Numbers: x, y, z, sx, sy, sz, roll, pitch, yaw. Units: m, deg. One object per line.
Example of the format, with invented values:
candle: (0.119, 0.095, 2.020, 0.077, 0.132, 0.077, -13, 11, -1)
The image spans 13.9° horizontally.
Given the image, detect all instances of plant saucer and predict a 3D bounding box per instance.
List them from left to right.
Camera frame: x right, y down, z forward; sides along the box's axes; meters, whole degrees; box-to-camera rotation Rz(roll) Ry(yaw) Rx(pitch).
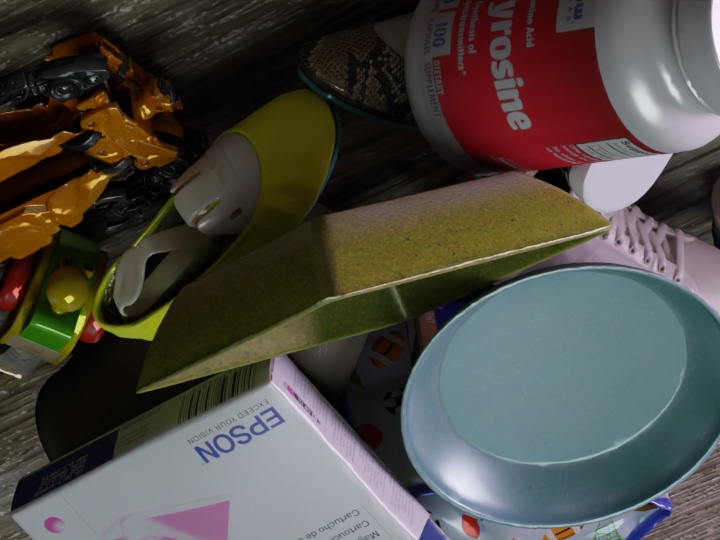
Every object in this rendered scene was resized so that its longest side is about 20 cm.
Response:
plant saucer: (0.000, 0.000, 1.576, 0.199, 0.048, 0.200, -14, 173, -37)
plant saucer: (0.119, 0.065, 1.705, 0.198, 0.036, 0.201, -5, 130, -6)

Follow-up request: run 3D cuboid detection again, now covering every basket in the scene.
basket: (-0.081, 0.057, 1.770, 0.180, 0.136, 0.200, 34, 129, 1)

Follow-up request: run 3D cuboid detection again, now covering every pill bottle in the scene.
pill bottle: (0.128, -0.113, 1.536, 0.199, 0.113, 0.112, -6, 157, 44)

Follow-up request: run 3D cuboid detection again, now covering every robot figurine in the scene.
robot figurine: (-0.184, -0.065, 1.629, 0.199, 0.059, 0.145, -26, 144, 22)

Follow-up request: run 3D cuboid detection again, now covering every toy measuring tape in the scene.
toy measuring tape: (-0.184, 0.018, 1.749, 0.073, 0.074, 0.200, 0, 170, -15)

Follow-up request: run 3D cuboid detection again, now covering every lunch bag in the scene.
lunch bag: (0.069, 0.101, 1.845, 0.199, 0.171, 0.124, 8, 137, -27)

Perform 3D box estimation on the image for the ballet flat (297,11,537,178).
ballet flat: (0.046, -0.104, 1.643, 0.075, 0.068, 0.200, -48, 140, 13)

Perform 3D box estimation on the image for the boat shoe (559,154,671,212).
boat shoe: (0.169, -0.128, 1.628, 0.071, 0.068, 0.201, 8, 123, -41)

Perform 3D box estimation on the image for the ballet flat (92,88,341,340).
ballet flat: (-0.085, -0.025, 1.625, 0.067, 0.067, 0.200, -4, 148, -43)

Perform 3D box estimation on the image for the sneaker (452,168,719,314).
sneaker: (0.146, -0.018, 1.758, 0.199, 0.073, 0.085, 12, 137, -11)

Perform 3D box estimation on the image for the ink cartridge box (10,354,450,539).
ink cartridge box: (-0.070, 0.158, 1.741, 0.196, 0.043, 0.200, -29, 118, 24)

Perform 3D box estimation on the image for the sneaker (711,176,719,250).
sneaker: (0.314, -0.036, 1.807, 0.198, 0.072, 0.080, -5, 148, 6)

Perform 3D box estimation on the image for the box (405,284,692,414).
box: (0.128, 0.039, 1.792, 0.198, 0.121, 0.033, 4, 124, -8)
